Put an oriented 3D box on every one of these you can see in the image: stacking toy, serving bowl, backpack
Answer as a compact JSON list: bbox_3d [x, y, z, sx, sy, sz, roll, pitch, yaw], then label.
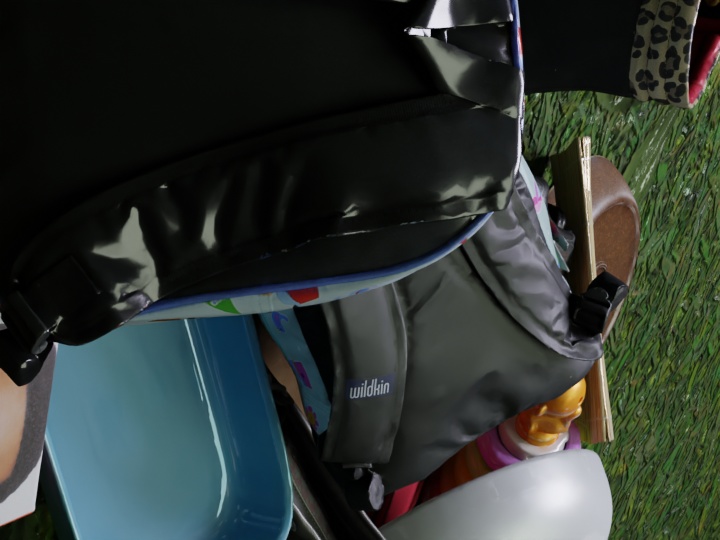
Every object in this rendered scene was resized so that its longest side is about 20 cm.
[{"bbox_3d":[0.106,0.125,1.029,0.116,0.110,0.200,-39,158,-34],"label":"stacking toy"},{"bbox_3d":[0.064,0.181,0.910,0.200,0.066,0.200,-23,158,-10],"label":"serving bowl"},{"bbox_3d":[0.008,-0.015,0.720,0.167,0.127,0.200,-33,117,-16],"label":"backpack"},{"bbox_3d":[-0.038,-0.067,0.561,0.154,0.190,0.201,-48,137,-84],"label":"backpack"}]

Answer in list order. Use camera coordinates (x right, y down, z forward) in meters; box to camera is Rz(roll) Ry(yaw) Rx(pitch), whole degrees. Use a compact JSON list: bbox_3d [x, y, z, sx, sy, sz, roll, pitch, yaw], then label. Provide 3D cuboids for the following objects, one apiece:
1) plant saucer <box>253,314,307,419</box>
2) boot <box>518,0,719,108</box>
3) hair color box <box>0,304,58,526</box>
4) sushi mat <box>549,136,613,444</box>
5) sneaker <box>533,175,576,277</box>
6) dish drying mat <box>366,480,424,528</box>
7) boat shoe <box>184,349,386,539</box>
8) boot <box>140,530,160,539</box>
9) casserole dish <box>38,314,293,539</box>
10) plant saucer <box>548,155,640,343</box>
[{"bbox_3d":[0.000,0.000,0.846,0.200,0.029,0.200,-30,134,-36],"label":"plant saucer"},{"bbox_3d":[0.124,-0.170,0.826,0.200,0.150,0.073,-68,151,-23],"label":"boot"},{"bbox_3d":[-0.197,0.060,0.544,0.200,0.061,0.102,-20,127,-56],"label":"hair color box"},{"bbox_3d":[0.147,0.015,1.043,0.096,0.012,0.201,160,-75,-85],"label":"sushi mat"},{"bbox_3d":[0.102,0.008,1.026,0.098,0.071,0.201,-53,149,-23],"label":"sneaker"},{"bbox_3d":[0.027,0.121,0.966,0.200,0.018,0.077,16,94,-81],"label":"dish drying mat"},{"bbox_3d":[-0.034,0.098,0.774,0.200,0.057,0.067,62,29,-18],"label":"boat shoe"},{"bbox_3d":[-0.066,0.144,0.831,0.200,0.073,0.182,-34,151,-37],"label":"boot"},{"bbox_3d":[-0.096,0.062,0.684,0.121,0.039,0.200,-27,109,-43],"label":"casserole dish"},{"bbox_3d":[0.160,0.013,1.175,0.200,0.034,0.201,-40,141,-42],"label":"plant saucer"}]
